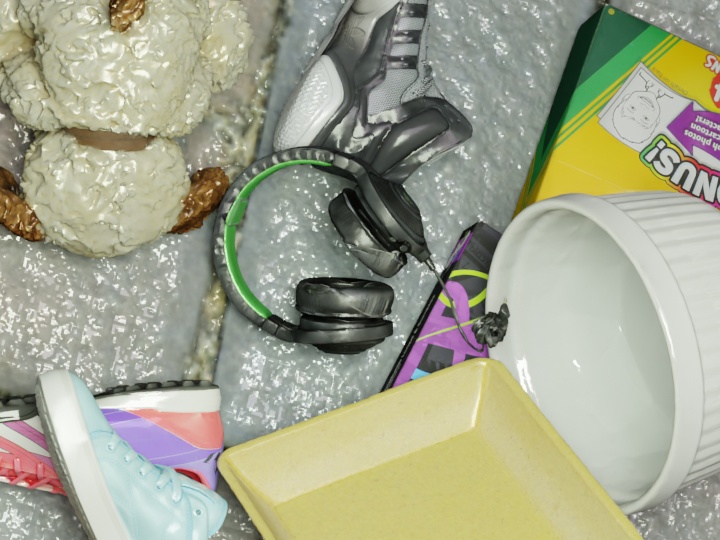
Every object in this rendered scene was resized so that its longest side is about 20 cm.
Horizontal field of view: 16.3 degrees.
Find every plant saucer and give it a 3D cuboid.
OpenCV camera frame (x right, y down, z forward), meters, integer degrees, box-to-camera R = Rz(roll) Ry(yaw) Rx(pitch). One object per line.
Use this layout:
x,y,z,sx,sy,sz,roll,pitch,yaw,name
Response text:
0.041,0.157,1.523,0.199,0.049,0.200,-19,43,-19,plant saucer

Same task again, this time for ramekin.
0.174,0.044,1.556,0.105,0.200,0.201,-13,81,-30,ramekin

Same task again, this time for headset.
0.000,0.000,1.583,0.199,0.094,0.124,24,99,6,headset

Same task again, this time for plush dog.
-0.154,-0.093,1.565,0.199,0.160,0.173,0,100,-16,plush dog

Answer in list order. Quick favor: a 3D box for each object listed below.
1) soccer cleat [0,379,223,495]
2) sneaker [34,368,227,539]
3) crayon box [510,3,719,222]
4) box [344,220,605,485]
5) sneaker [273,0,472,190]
-0.180,0.111,1.541,0.199,0.068,0.074,-5,89,-17,soccer cleat
-0.127,0.137,1.498,0.082,0.074,0.201,-27,110,-12,sneaker
0.218,-0.058,1.696,0.199,0.058,0.173,23,72,-10,crayon box
0.089,0.088,1.638,0.143,0.036,0.201,30,72,-7,box
0.033,-0.135,1.656,0.114,0.075,0.201,32,76,-7,sneaker
